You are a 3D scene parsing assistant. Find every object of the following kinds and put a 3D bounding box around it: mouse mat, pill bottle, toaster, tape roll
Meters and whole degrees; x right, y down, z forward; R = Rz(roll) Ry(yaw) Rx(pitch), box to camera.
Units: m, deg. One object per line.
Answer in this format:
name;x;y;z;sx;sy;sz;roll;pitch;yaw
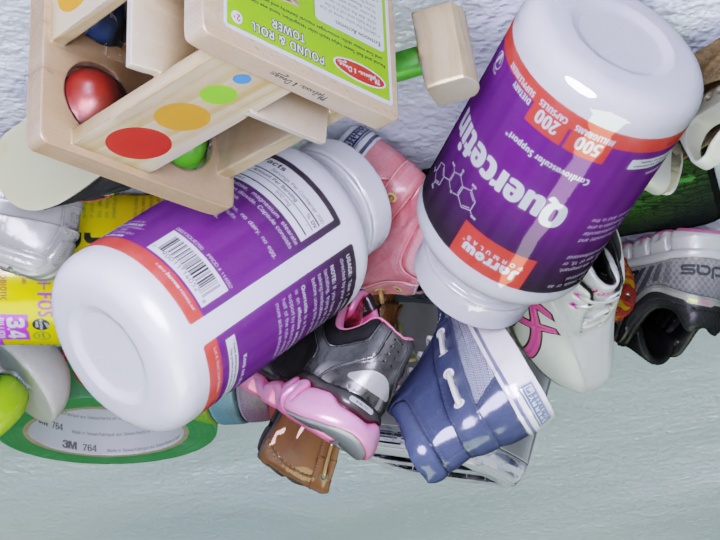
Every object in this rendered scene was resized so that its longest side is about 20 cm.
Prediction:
mouse mat;0.151;-0.052;1.178;0.199;0.008;0.161;-8;156;16
pill bottle;0.104;-0.059;0.956;0.112;0.113;0.200;8;134;-22
toaster;0.068;0.091;1.293;0.199;0.130;0.114;3;163;35
pill bottle;-0.074;0.000;0.975;0.200;0.113;0.112;-35;180;-38
tape roll;-0.228;0.125;1.502;0.199;0.048;0.201;-2;156;-1
pill bottle;-0.169;-0.001;1.146;0.199;0.105;0.104;0;157;-6

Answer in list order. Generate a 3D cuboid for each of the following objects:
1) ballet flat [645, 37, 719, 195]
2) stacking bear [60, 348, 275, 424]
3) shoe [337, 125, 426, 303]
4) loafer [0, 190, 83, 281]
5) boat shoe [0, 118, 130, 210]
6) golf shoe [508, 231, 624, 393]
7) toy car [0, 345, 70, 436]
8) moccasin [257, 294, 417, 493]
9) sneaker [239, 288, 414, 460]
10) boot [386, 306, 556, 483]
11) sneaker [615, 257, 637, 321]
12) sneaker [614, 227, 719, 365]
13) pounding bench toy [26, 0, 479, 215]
ballet flat;0.198;-0.088;1.009;0.068;0.073;0.200;26;146;-31
stacking bear;-0.133;0.070;1.313;0.199;0.114;0.121;3;-159;13
shoe;0.000;0.000;1.115;0.091;0.071;0.200;33;136;10
loafer;-0.274;-0.053;1.062;0.199;0.070;0.070;19;172;-5
boat shoe;-0.124;-0.093;0.994;0.201;0.074;0.063;-22;-177;21
golf shoe;0.136;0.009;1.097;0.072;0.092;0.201;-26;124;-12
toy car;-0.338;0.087;1.289;0.200;0.175;0.150;2;127;55
moccasin;-0.001;0.064;1.210;0.077;0.202;0.074;26;171;4
sneaker;-0.022;0.055;1.071;0.079;0.096;0.200;31;175;-24
boot;0.054;0.062;1.061;0.090;0.073;0.200;-30;-162;2
sneaker;0.109;-0.011;1.188;0.199;0.073;0.077;21;154;-21
sneaker;0.203;0.033;1.269;0.074;0.088;0.200;15;156;-36
pounding bench toy;-0.055;-0.110;0.868;0.200;0.125;0.156;20;147;-40
